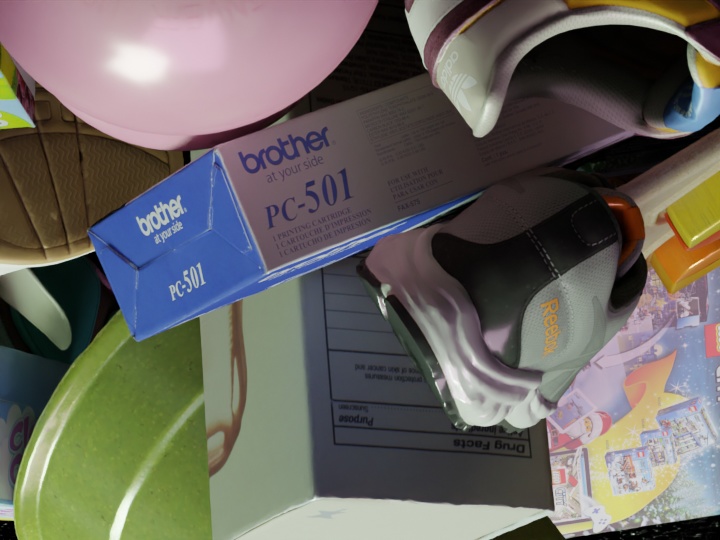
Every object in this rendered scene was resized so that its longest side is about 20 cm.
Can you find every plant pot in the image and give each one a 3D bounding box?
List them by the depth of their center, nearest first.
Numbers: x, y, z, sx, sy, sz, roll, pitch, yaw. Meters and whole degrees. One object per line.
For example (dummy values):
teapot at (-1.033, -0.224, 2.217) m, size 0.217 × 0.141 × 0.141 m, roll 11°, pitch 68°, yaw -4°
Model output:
plant pot at (-0.008, 0.110, 0.984) m, size 0.200 × 0.190 × 0.201 m, roll -34°, pitch 148°, yaw -25°

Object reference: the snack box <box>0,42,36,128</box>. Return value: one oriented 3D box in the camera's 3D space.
snack box at (-0.203, -0.101, 0.744) m, size 0.168 × 0.068 × 0.200 m, roll -4°, pitch 164°, yaw 3°

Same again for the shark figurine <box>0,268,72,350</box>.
shark figurine at (-0.196, -0.016, 1.017) m, size 0.214 × 0.090 × 0.128 m, roll -23°, pitch 121°, yaw 30°

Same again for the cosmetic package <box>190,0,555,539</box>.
cosmetic package at (0.000, 0.000, 0.877) m, size 0.103 × 0.201 × 0.087 m, roll 8°, pitch 157°, yaw -28°

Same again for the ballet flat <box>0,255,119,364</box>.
ballet flat at (-0.150, 0.025, 1.179) m, size 0.071 × 0.070 × 0.200 m, roll 10°, pitch 170°, yaw 27°

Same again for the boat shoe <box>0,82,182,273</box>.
boat shoe at (-0.167, -0.028, 0.893) m, size 0.199 × 0.071 × 0.069 m, roll -13°, pitch 179°, yaw -26°

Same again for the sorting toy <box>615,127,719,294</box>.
sorting toy at (0.166, -0.044, 0.891) m, size 0.199 × 0.037 × 0.185 m, roll -26°, pitch 170°, yaw 0°

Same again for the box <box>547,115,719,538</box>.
box at (0.107, 0.027, 1.043) m, size 0.136 × 0.038 × 0.201 m, roll -9°, pitch 123°, yaw -1°

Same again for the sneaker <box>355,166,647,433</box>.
sneaker at (0.059, 0.005, 0.759) m, size 0.079 × 0.074 × 0.200 m, roll -32°, pitch 177°, yaw 8°

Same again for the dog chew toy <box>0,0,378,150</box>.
dog chew toy at (-0.056, -0.093, 0.725) m, size 0.124 × 0.125 × 0.200 m, roll -2°, pitch 171°, yaw -5°

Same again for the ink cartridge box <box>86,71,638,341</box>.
ink cartridge box at (0.017, -0.037, 0.790) m, size 0.199 × 0.044 × 0.094 m, roll -22°, pitch 178°, yaw -35°

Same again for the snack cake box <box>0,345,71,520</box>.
snack cake box at (-0.177, 0.074, 1.052) m, size 0.114 × 0.068 × 0.200 m, roll 1°, pitch 172°, yaw 18°

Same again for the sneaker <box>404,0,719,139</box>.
sneaker at (0.110, -0.082, 0.706) m, size 0.199 × 0.090 × 0.075 m, roll -9°, pitch 151°, yaw -11°
